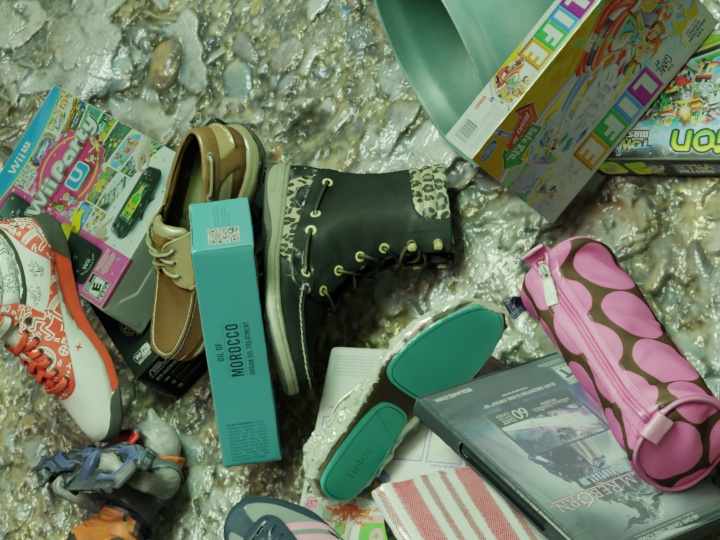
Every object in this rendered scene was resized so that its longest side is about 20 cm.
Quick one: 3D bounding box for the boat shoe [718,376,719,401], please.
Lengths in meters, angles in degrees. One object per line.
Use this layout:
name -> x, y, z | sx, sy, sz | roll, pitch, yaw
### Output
boat shoe -> 0.293, 0.140, 1.269 | 0.063, 0.074, 0.202 | -4, 49, -9

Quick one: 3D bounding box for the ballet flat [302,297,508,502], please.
ballet flat -> 0.023, 0.086, 1.394 | 0.200, 0.072, 0.072 | -47, 53, 7

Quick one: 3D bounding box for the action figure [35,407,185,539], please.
action figure -> -0.214, 0.209, 1.572 | 0.200, 0.104, 0.194 | 1, 61, 60

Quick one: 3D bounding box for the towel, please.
towel -> 0.120, 0.194, 1.288 | 0.147, 0.199, 0.030 | 57, 140, 36

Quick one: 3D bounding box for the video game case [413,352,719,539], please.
video game case -> 0.153, 0.135, 1.322 | 0.200, 0.143, 0.019 | 41, 132, 38

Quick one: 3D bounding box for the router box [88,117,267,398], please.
router box -> -0.145, -0.012, 1.618 | 0.200, 0.062, 0.150 | -46, 52, 9

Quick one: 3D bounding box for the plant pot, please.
plant pot -> 0.110, -0.202, 1.467 | 0.134, 0.201, 0.200 | -28, 53, -11

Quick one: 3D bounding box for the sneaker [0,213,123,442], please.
sneaker -> -0.274, 0.057, 1.519 | 0.067, 0.108, 0.202 | -25, 83, 49

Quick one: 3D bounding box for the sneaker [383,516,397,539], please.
sneaker -> 0.100, 0.235, 1.313 | 0.114, 0.076, 0.200 | -31, 81, -13

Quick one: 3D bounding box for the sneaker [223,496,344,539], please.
sneaker -> -0.047, 0.217, 1.371 | 0.200, 0.082, 0.070 | 27, 88, 42

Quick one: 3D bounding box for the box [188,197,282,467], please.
box -> -0.099, 0.050, 1.473 | 0.049, 0.201, 0.082 | -7, 30, -3

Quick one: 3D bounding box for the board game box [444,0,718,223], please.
board game box -> 0.167, -0.143, 1.378 | 0.200, 0.134, 0.034 | -51, 52, 6

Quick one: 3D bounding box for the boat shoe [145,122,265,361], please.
boat shoe -> -0.142, -0.027, 1.515 | 0.076, 0.074, 0.201 | 22, 101, 42

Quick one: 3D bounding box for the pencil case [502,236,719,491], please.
pencil case -> 0.186, 0.063, 1.333 | 0.091, 0.094, 0.200 | -38, 47, 5

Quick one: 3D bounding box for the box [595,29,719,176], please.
box -> 0.274, -0.127, 1.408 | 0.199, 0.035, 0.110 | 2, 72, 34

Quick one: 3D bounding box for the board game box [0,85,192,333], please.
board game box -> -0.230, -0.057, 1.615 | 0.200, 0.064, 0.148 | 29, 87, 41

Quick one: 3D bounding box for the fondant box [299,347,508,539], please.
fondant box -> 0.031, 0.163, 1.431 | 0.144, 0.058, 0.201 | 1, 70, 34

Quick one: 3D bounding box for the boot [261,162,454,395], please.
boot -> 0.000, -0.002, 1.473 | 0.153, 0.074, 0.204 | -3, 59, 1
